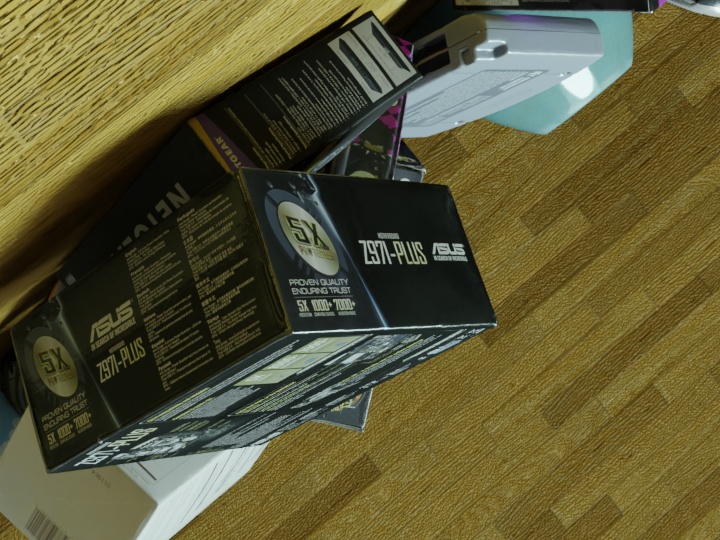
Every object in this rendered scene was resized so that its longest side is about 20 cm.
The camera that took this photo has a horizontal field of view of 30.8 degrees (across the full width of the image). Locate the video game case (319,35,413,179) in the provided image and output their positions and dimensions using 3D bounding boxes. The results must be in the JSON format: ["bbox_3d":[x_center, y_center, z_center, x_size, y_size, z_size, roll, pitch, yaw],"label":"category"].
[{"bbox_3d":[-0.027,-0.037,0.896,0.200,0.036,0.182,129,-24,-55],"label":"video game case"}]

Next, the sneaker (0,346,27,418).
[{"bbox_3d":[-0.231,0.076,0.964,0.074,0.081,0.200,-43,164,-41],"label":"sneaker"}]

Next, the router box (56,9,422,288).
[{"bbox_3d":[-0.075,-0.054,0.767,0.157,0.052,0.200,-40,-178,-40],"label":"router box"}]

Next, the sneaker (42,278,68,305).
[{"bbox_3d":[-0.145,0.008,0.887,0.200,0.078,0.077,-27,174,-46],"label":"sneaker"}]

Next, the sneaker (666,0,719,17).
[{"bbox_3d":[0.248,-0.278,0.991,0.200,0.077,0.112,-108,-149,-49],"label":"sneaker"}]

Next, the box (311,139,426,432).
[{"bbox_3d":[0.000,0.000,1.016,0.199,0.050,0.200,-109,-150,-79],"label":"box"}]

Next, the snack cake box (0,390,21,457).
[{"bbox_3d":[-0.331,0.159,0.906,0.115,0.067,0.200,-37,-178,29],"label":"snack cake box"}]

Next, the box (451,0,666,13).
[{"bbox_3d":[0.170,-0.224,0.887,0.143,0.036,0.200,8,-148,35],"label":"box"}]

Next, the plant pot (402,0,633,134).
[{"bbox_3d":[0.146,-0.193,1.082,0.200,0.135,0.200,-39,-178,1],"label":"plant pot"}]

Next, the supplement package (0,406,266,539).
[{"bbox_3d":[-0.145,0.117,0.927,0.110,0.114,0.200,-55,168,32],"label":"supplement package"}]

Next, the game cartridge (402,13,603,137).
[{"bbox_3d":[0.072,-0.139,0.953,0.133,0.041,0.200,-2,169,-38],"label":"game cartridge"}]

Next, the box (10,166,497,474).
[{"bbox_3d":[-0.059,0.030,0.699,0.200,0.086,0.164,-31,161,37],"label":"box"}]
